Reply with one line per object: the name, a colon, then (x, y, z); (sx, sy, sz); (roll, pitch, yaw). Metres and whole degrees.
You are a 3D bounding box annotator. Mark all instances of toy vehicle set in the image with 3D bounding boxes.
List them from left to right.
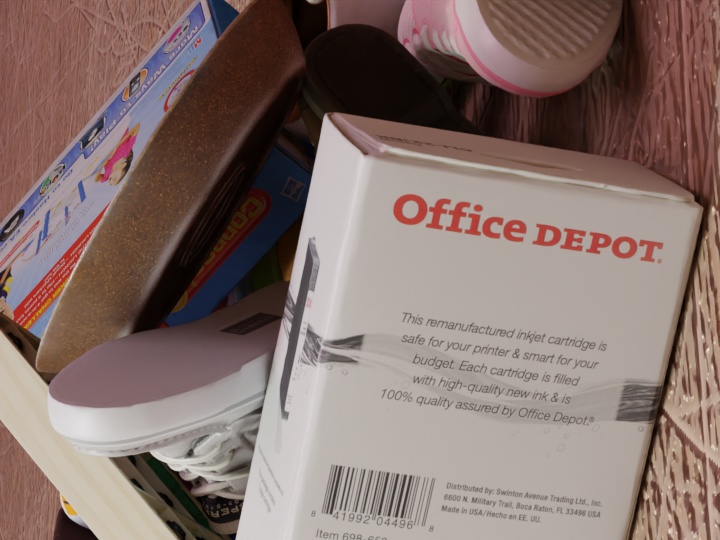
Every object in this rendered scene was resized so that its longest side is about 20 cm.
toy vehicle set: (-0.107, 0.101, 1.177); (0.027, 0.124, 0.200); (-44, 63, 1)

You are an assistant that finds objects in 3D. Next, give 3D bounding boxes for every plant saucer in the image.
plant saucer: (-0.078, -0.032, 1.147); (0.200, 0.034, 0.200); (-59, -3, -4)

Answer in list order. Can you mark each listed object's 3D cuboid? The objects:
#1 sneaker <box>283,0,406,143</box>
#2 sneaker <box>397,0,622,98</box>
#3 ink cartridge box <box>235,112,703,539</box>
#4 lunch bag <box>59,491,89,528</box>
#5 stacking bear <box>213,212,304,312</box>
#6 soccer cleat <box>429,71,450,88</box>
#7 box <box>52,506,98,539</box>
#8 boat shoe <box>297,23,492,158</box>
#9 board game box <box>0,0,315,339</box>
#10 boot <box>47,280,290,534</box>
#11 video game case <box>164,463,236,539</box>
sneaker: (0.004, -0.161, 1.268); (0.073, 0.085, 0.200); (15, 82, 53)
sneaker: (0.065, -0.111, 1.176); (0.200, 0.075, 0.105); (-90, 20, -55)
ink cartridge box: (0.041, 0.046, 1.046); (0.084, 0.144, 0.200); (-129, 49, -69)
lunch bag: (-0.087, 0.063, 1.428); (0.076, 0.160, 0.200); (93, -169, -55)
stacking bear: (0.000, 0.000, 1.305); (0.114, 0.122, 0.200); (-38, -3, -38)
soccer cleat: (0.016, -0.122, 1.351); (0.068, 0.081, 0.200); (-99, 25, -47)
box: (-0.102, 0.244, 1.382); (0.200, 0.164, 0.166); (-103, 24, -77)
boat shoe: (0.039, -0.024, 1.174); (0.200, 0.072, 0.068); (58, 158, 29)
board game box: (-0.115, -0.029, 1.357); (0.200, 0.056, 0.196); (-47, 24, 14)
boot: (-0.058, 0.072, 1.109); (0.073, 0.200, 0.096); (12, 109, 34)
video game case: (-0.019, 0.156, 1.212); (0.181, 0.036, 0.200); (5, 85, 31)
